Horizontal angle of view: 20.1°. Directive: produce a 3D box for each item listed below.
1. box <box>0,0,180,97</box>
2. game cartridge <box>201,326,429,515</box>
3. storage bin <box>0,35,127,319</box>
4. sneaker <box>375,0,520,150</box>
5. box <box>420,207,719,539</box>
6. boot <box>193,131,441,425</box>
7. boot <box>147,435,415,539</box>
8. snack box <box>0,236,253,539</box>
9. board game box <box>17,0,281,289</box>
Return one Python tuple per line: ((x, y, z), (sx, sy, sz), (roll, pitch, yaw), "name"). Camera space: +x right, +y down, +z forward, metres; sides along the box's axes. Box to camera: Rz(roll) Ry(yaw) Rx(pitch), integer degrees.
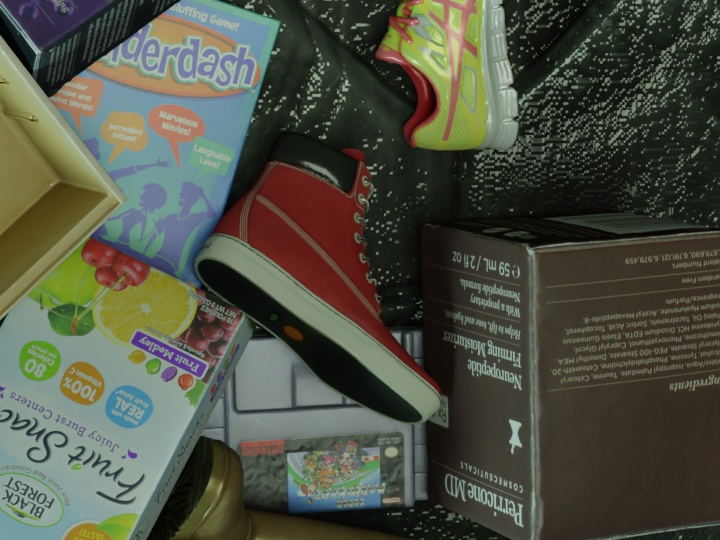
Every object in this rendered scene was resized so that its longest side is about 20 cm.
((-0.174, -0.228, 1.285), (0.200, 0.104, 0.148), (-40, 87, -18), "box")
((-0.030, 0.108, 1.437), (0.198, 0.038, 0.131), (-3, 94, -12), "game cartridge")
((-0.287, -0.057, 1.240), (0.199, 0.094, 0.200), (-45, 118, -17), "storage bin")
((0.052, -0.174, 1.394), (0.090, 0.078, 0.202), (-12, 100, -8), "sneaker")
((0.148, 0.067, 1.388), (0.163, 0.166, 0.202), (-5, 98, -24), "box")
((0.000, 0.000, 1.396), (0.200, 0.072, 0.145), (41, 61, -13), "boot")
((-0.041, 0.180, 1.380), (0.199, 0.175, 0.067), (15, 61, -17), "boot")
((-0.175, 0.090, 1.296), (0.141, 0.053, 0.201), (25, 76, 11), "snack box")
((-0.155, -0.096, 1.375), (0.151, 0.045, 0.201), (16, 93, -13), "board game box")
